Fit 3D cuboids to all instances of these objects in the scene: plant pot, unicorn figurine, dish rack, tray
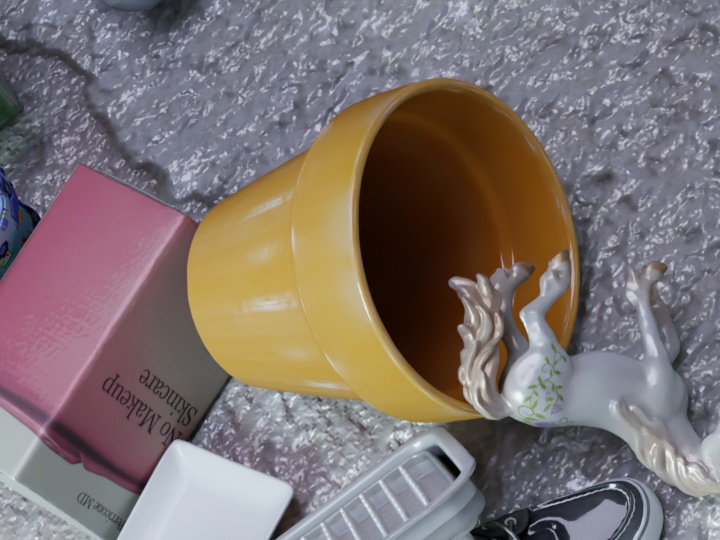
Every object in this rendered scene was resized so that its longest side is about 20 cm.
[{"bbox_3d":[0.000,0.000,1.599,0.183,0.200,0.200,-13,56,43],"label":"plant pot"},{"bbox_3d":[0.150,0.061,1.521,0.200,0.074,0.138,1,70,1],"label":"unicorn figurine"},{"bbox_3d":[-0.012,0.173,1.533,0.200,0.044,0.172,-37,8,-2],"label":"dish rack"},{"bbox_3d":[-0.121,0.210,1.644,0.107,0.022,0.200,18,74,37],"label":"tray"}]

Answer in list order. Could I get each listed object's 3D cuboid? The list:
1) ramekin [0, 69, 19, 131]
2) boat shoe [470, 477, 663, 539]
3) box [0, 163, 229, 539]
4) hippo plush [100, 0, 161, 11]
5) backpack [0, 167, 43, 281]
[{"bbox_3d":[-0.329,-0.158,1.871,0.098,0.200,0.200,-34,51,0],"label":"ramekin"},{"bbox_3d":[0.077,0.173,1.519,0.200,0.066,0.070,-28,53,14],"label":"boat shoe"},{"bbox_3d":[-0.168,0.055,1.693,0.109,0.128,0.200,25,79,37],"label":"box"},{"bbox_3d":[-0.162,-0.277,1.859,0.161,0.159,0.200,-41,51,3],"label":"hippo plush"},{"bbox_3d":[-0.287,0.014,1.757,0.134,0.200,0.183,27,76,18],"label":"backpack"}]
